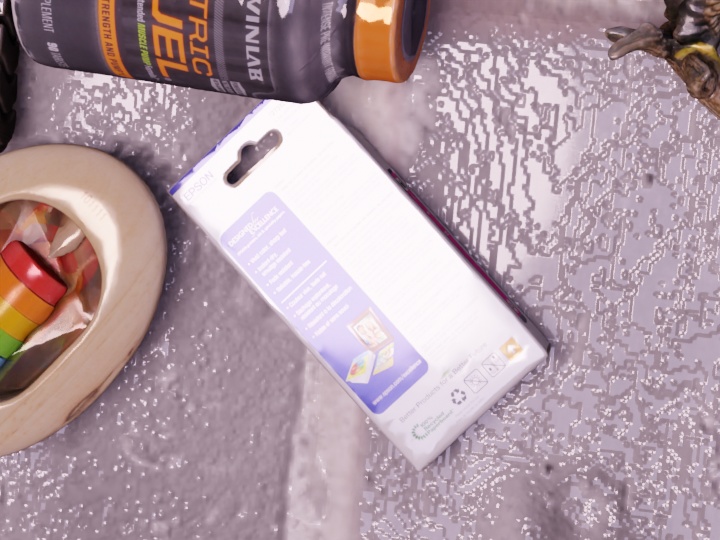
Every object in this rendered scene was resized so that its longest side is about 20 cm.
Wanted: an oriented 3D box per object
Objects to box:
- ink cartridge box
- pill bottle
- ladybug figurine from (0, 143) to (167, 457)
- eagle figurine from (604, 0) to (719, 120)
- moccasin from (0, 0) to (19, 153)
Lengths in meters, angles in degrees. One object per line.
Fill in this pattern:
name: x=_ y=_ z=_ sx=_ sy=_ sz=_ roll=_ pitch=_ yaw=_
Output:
ink cartridge box: x=0.000 y=0.000 z=1.306 sx=0.095 sy=0.037 sz=0.200 roll=-42 pitch=92 yaw=11
pill bottle: x=-0.066 y=-0.143 z=1.252 sx=0.198 sy=0.106 sz=0.107 roll=9 pitch=98 yaw=14
ladybug figurine: x=-0.183 y=0.017 z=1.315 sx=0.200 sy=0.072 sz=0.136 roll=-42 pitch=90 yaw=10
eagle figurine: x=0.203 y=-0.180 z=1.216 sx=0.151 sy=0.151 sz=0.201 roll=35 pitch=111 yaw=13
moccasin: x=-0.211 y=-0.161 z=1.295 sx=0.077 sy=0.074 sz=0.203 roll=6 pitch=93 yaw=7
